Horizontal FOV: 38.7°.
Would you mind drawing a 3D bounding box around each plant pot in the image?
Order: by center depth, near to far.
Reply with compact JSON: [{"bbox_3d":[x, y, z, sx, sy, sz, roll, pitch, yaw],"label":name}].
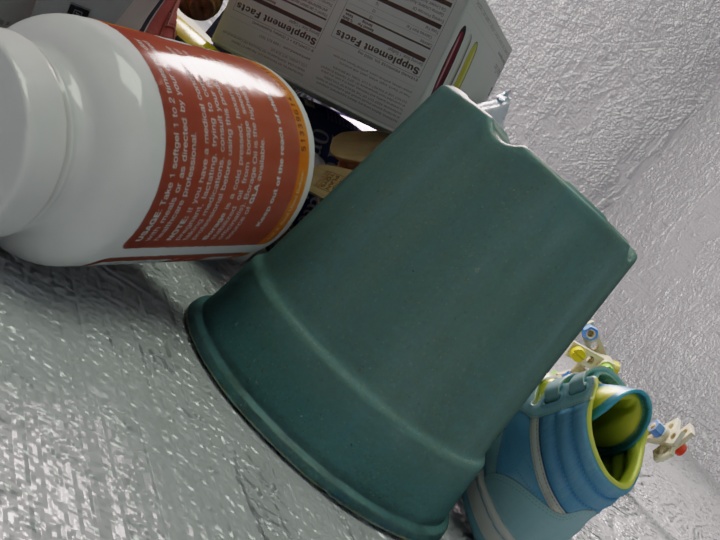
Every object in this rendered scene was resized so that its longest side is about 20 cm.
[{"bbox_3d":[0.038,0.013,0.593,0.200,0.196,0.200,40,8,-6],"label":"plant pot"}]

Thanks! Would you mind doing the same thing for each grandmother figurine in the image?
[{"bbox_3d":[0.000,0.000,0.739,0.060,0.121,0.200,28,-31,27],"label":"grandmother figurine"}]

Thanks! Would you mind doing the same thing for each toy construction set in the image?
[{"bbox_3d":[0.315,0.172,1.291,0.200,0.131,0.092,43,9,5],"label":"toy construction set"}]

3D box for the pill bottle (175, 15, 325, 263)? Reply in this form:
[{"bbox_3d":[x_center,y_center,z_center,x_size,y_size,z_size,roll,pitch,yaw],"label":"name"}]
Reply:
[{"bbox_3d":[-0.129,-0.104,0.704,0.200,0.114,0.114,40,8,-10],"label":"pill bottle"}]

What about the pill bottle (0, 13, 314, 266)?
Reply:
[{"bbox_3d":[-0.115,-0.059,0.487,0.112,0.112,0.200,45,20,19],"label":"pill bottle"}]

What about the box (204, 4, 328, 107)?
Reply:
[{"bbox_3d":[-0.098,-0.209,1.094,0.104,0.200,0.148,44,8,15],"label":"box"}]

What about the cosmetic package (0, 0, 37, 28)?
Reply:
[{"bbox_3d":[-0.272,-0.193,0.618,0.113,0.081,0.200,28,17,-52],"label":"cosmetic package"}]

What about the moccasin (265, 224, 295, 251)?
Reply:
[{"bbox_3d":[-0.002,0.006,0.856,0.201,0.078,0.074,37,9,-29],"label":"moccasin"}]

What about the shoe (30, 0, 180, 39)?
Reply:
[{"bbox_3d":[-0.136,-0.140,0.590,0.071,0.200,0.091,26,1,13],"label":"shoe"}]

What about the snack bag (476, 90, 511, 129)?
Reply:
[{"bbox_3d":[0.075,-0.041,0.809,0.021,0.200,0.189,14,16,16],"label":"snack bag"}]

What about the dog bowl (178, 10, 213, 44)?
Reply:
[{"bbox_3d":[-0.225,-0.227,0.873,0.200,0.079,0.200,40,8,-7],"label":"dog bowl"}]

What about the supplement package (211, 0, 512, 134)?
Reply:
[{"bbox_3d":[0.012,-0.167,0.767,0.156,0.111,0.200,28,7,13],"label":"supplement package"}]

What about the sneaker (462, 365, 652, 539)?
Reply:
[{"bbox_3d":[0.119,0.080,0.665,0.079,0.131,0.200,23,38,-37],"label":"sneaker"}]

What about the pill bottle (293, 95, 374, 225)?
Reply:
[{"bbox_3d":[-0.029,-0.083,0.896,0.200,0.112,0.112,18,16,-20],"label":"pill bottle"}]

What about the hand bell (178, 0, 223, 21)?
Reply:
[{"bbox_3d":[-0.117,-0.207,0.710,0.104,0.104,0.200,38,16,-27],"label":"hand bell"}]
